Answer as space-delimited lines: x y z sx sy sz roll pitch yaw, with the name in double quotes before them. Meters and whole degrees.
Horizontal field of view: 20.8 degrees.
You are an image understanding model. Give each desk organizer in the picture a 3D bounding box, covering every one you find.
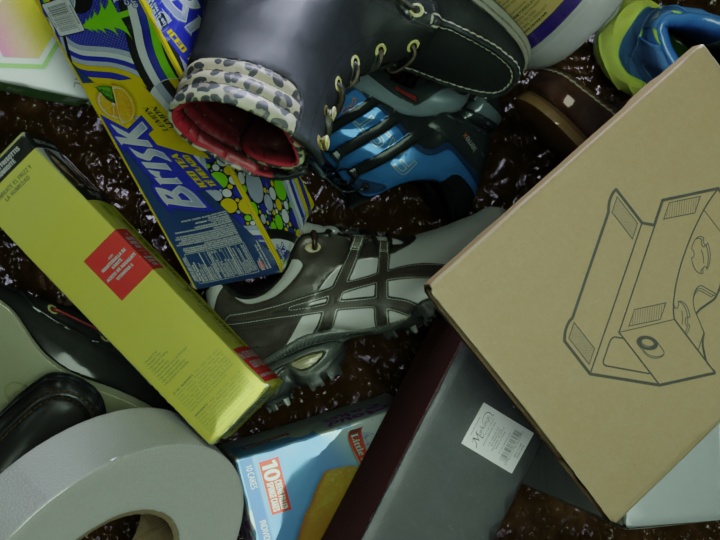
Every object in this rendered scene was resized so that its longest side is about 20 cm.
"desk organizer" 0.037 0.130 1.124 0.071 0.077 0.201 29 84 -14

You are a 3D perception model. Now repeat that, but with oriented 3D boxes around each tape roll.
"tape roll" -0.155 0.167 1.100 0.203 0.203 0.037 -42 58 -9

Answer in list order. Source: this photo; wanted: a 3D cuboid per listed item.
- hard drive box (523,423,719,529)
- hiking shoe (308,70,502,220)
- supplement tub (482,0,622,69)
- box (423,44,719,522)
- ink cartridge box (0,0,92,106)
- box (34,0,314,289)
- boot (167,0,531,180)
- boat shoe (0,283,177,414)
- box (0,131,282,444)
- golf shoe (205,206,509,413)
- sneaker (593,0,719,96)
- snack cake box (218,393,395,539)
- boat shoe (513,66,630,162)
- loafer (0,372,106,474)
"hard drive box" 0.149 0.058 1.155 0.076 0.200 0.157 -3 93 -14
"hiking shoe" -0.011 -0.082 1.173 0.198 0.074 0.087 10 89 -14
"supplement tub" 0.069 -0.230 1.151 0.200 0.145 0.146 36 83 -12
"box" 0.156 0.007 1.040 0.200 0.021 0.164 -41 100 -10
"ink cartridge box" -0.194 -0.156 1.131 0.198 0.059 0.105 12 88 -15
"box" -0.101 -0.092 1.104 0.064 0.070 0.201 -11 121 26
"boot" -0.007 -0.107 1.082 0.202 0.073 0.155 24 54 -16
"boat shoe" -0.192 0.052 1.141 0.201 0.063 0.074 32 115 -12
"box" -0.133 0.010 1.118 0.050 0.075 0.200 -44 85 2
"golf shoe" 0.000 0.000 1.166 0.199 0.078 0.095 -30 95 -1
"sneaker" 0.236 -0.097 1.219 0.199 0.105 0.076 33 84 -13
"snack cake box" -0.004 0.188 1.189 0.114 0.067 0.202 -16 96 -12
"boat shoe" 0.168 -0.069 1.199 0.070 0.070 0.200 -50 132 -1
"loafer" -0.205 0.151 1.107 0.072 0.072 0.201 28 102 -8
